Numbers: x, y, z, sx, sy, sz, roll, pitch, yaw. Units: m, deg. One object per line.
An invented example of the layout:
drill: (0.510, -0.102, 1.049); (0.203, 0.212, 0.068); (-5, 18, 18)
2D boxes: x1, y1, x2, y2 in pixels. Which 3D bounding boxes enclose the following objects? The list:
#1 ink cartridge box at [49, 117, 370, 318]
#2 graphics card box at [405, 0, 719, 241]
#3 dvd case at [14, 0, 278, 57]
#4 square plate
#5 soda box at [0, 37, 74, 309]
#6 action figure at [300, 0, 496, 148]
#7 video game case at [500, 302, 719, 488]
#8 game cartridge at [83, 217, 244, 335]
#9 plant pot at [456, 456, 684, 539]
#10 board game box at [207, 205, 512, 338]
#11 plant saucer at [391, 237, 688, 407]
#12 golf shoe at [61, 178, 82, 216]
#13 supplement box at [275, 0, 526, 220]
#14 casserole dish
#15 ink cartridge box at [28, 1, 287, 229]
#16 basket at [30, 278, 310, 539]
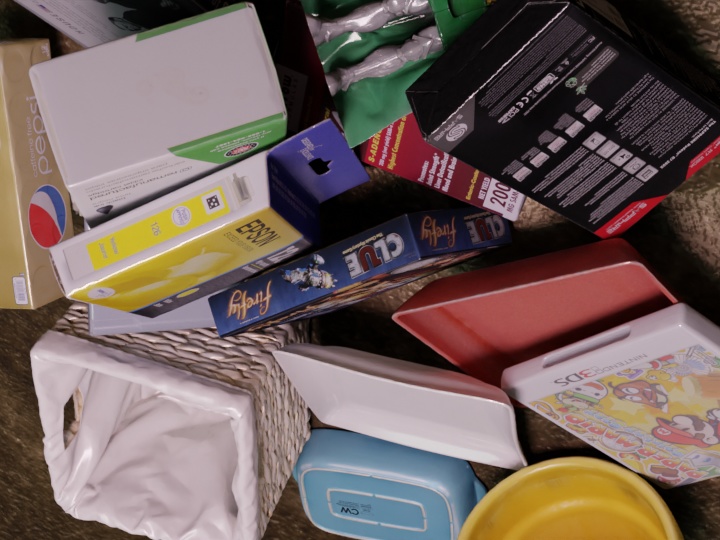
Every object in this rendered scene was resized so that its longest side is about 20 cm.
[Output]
ink cartridge box: (-0.089, -0.027, 0.943); (0.198, 0.198, 0.048); (-21, 80, 5)
graphics card box: (0.139, -0.101, 0.864); (0.199, 0.051, 0.125); (21, 128, -41)
dvd case: (-0.173, -0.191, 0.940); (0.198, 0.025, 0.150); (12, 166, 39)
square plate: (0.041, 0.111, 1.130); (0.195, 0.029, 0.200); (12, 160, 16)
soda box: (-0.272, -0.076, 1.054); (0.063, 0.068, 0.203); (1, 104, 23)
action figure: (0.066, -0.170, 0.880); (0.197, 0.055, 0.120); (-20, 91, 2)
video game case: (0.237, 0.103, 1.034); (0.199, 0.023, 0.181); (31, 144, -27)
game cartridge: (-0.149, -0.049, 1.054); (0.131, 0.040, 0.203); (-5, 111, -17)
plant pot: (0.195, 0.292, 1.160); (0.198, 0.203, 0.190); (-3, 142, 26)
board game box: (0.000, 0.000, 1.035); (0.198, 0.135, 0.035); (-22, 83, 36)
plant saucer: (0.156, 0.039, 1.018); (0.198, 0.037, 0.199); (-14, 147, 32)
golf shoe: (-0.230, -0.102, 1.095); (0.197, 0.079, 0.098); (7, 124, 17)
supplement box: (0.039, -0.125, 0.961); (0.198, 0.061, 0.110); (22, 133, 7)
casserole dish: (0.020, 0.209, 1.264); (0.197, 0.039, 0.122); (7, 129, 20)
ink cartridge box: (-0.127, -0.088, 0.911); (0.200, 0.145, 0.084); (108, 142, -79)
basket: (-0.155, 0.113, 1.174); (0.197, 0.162, 0.200); (13, 131, 14)
